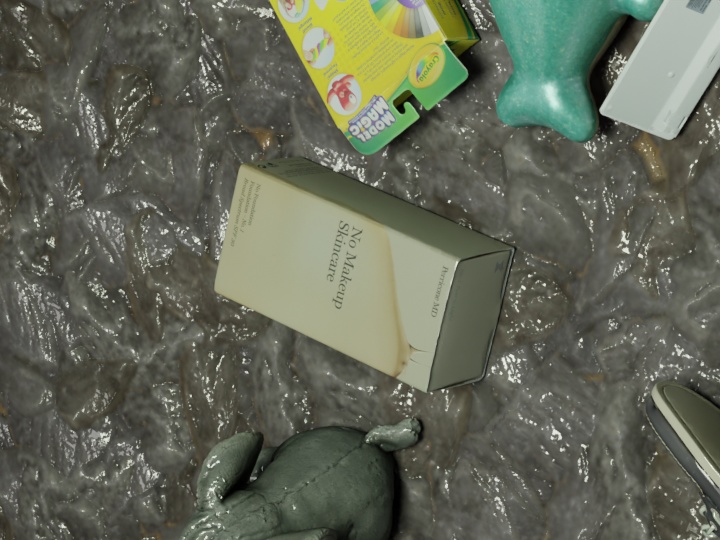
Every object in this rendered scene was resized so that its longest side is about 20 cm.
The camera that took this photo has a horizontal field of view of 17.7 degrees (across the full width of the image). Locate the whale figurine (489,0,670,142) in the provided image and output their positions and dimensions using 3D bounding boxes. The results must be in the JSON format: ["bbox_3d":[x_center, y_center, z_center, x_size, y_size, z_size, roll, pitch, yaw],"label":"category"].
[{"bbox_3d":[0.121,-0.183,1.490,0.159,0.104,0.200,18,107,34],"label":"whale figurine"}]

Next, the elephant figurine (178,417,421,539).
[{"bbox_3d":[-0.070,0.186,1.631,0.141,0.200,0.155,7,101,37],"label":"elephant figurine"}]

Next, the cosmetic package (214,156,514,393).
[{"bbox_3d":[0.000,0.000,1.632,0.200,0.073,0.104,24,110,34],"label":"cosmetic package"}]

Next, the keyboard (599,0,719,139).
[{"bbox_3d":[0.222,-0.171,1.452,0.056,0.011,0.200,22,118,-15],"label":"keyboard"}]

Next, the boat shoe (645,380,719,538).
[{"bbox_3d":[0.240,0.160,1.472,0.200,0.073,0.063,51,120,15],"label":"boat shoe"}]

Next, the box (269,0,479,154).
[{"bbox_3d":[0.001,-0.191,1.619,0.117,0.048,0.200,-37,72,35],"label":"box"}]
